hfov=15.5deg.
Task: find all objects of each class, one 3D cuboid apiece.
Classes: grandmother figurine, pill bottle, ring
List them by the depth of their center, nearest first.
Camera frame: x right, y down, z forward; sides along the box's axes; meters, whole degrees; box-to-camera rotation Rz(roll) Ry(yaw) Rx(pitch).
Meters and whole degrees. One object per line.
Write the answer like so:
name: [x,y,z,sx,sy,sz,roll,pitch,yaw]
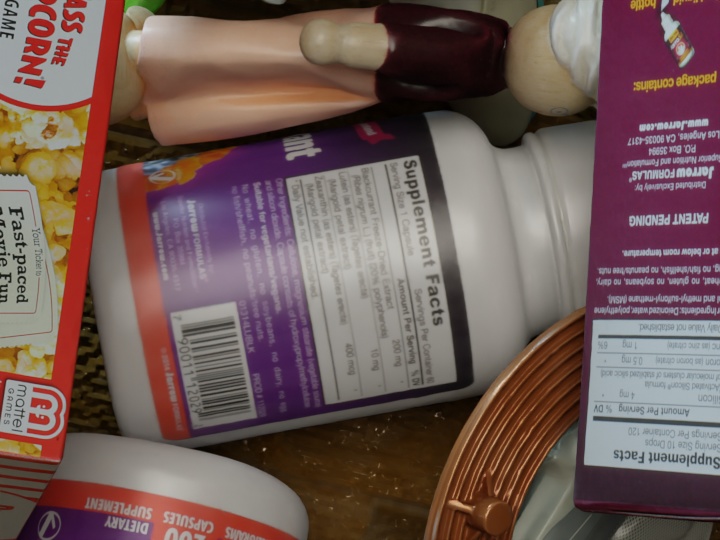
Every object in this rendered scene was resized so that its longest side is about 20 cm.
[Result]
pill bottle: [-0.090,0.166,0.966,0.112,0.112,0.200,10,76,3]
ring: [0.109,0.104,0.966,0.200,0.019,0.201,-7,102,-32]
grandmother figurine: [0.009,-0.077,0.973,0.200,0.121,0.061,0,104,12]
pill bottle: [0.000,0.000,1.009,0.200,0.111,0.112,-10,76,-3]

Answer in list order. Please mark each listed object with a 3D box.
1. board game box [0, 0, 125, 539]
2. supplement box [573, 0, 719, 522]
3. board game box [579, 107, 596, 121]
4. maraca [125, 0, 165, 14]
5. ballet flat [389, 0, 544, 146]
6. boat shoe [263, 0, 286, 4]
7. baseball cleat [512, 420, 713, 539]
board game box: [-0.123,-0.012,0.908,0.046,0.152,0.200,10,69,-12]
supplement box: [0.146,-0.012,0.914,0.110,0.086,0.200,6,85,-35]
board game box: [0.193,-0.035,1.062,0.200,0.030,0.096,42,79,8]
maraca: [-0.052,-0.184,1.054,0.107,0.137,0.200,33,80,-26]
ballet flat: [0.033,-0.142,1.029,0.069,0.069,0.200,-2,107,0]
boat shoe: [0.006,-0.131,0.959,0.202,0.065,0.074,-16,49,-16]
baseball cleat: [0.069,0.128,0.997,0.106,0.070,0.200,25,101,-31]
